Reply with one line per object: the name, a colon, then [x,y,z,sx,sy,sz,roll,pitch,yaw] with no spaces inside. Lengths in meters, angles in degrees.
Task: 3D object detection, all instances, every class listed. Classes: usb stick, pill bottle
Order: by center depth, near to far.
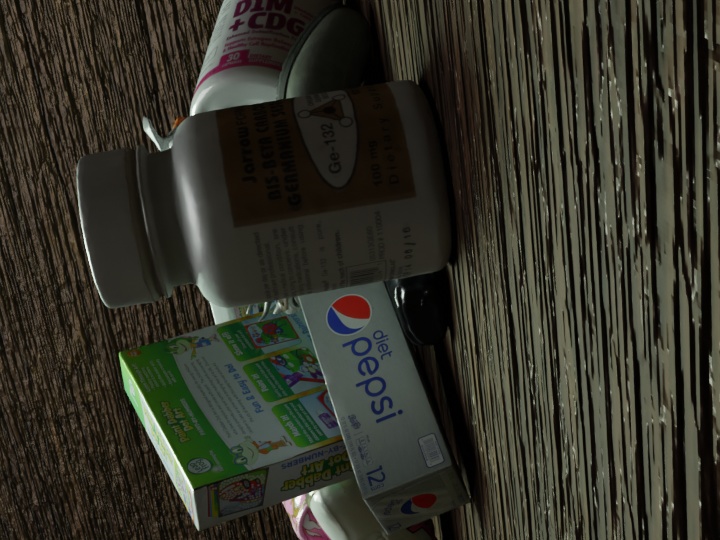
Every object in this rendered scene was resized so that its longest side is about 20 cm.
pill bottle: [-0.055,-0.039,0.644,0.114,0.199,0.115,170,90,-86]
usb stick: [0.026,-0.014,0.770,0.200,0.032,0.056,-108,0,-64]
pill bottle: [-0.072,-0.182,0.943,0.114,0.113,0.201,84,-170,-47]

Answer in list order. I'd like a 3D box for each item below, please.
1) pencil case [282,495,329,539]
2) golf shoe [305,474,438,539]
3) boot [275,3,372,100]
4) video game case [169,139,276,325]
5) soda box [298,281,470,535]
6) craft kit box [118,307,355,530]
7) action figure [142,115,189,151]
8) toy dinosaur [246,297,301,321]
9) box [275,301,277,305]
pencil case: [-0.047,0.184,1.035,0.200,0.082,0.087,-139,48,-61]
golf shoe: [0.026,0.220,0.901,0.200,0.073,0.092,49,-173,-46]
boot: [-0.010,-0.093,0.796,0.130,0.068,0.201,17,81,47]
video game case: [-0.109,-0.049,1.077,0.182,0.024,0.201,-42,-57,-61]
soda box: [0.011,0.074,0.773,0.068,0.063,0.200,64,-175,-53]
craft kit box: [-0.071,0.103,0.891,0.200,0.197,0.049,-135,39,-52]
action figure: [-0.164,-0.102,1.171,0.200,0.193,0.105,-53,54,43]
toy dinosaur: [-0.039,-0.052,0.909,0.077,0.102,0.200,61,-158,-27]
box: [-0.028,0.042,1.099,0.200,0.041,0.119,51,-161,-46]
